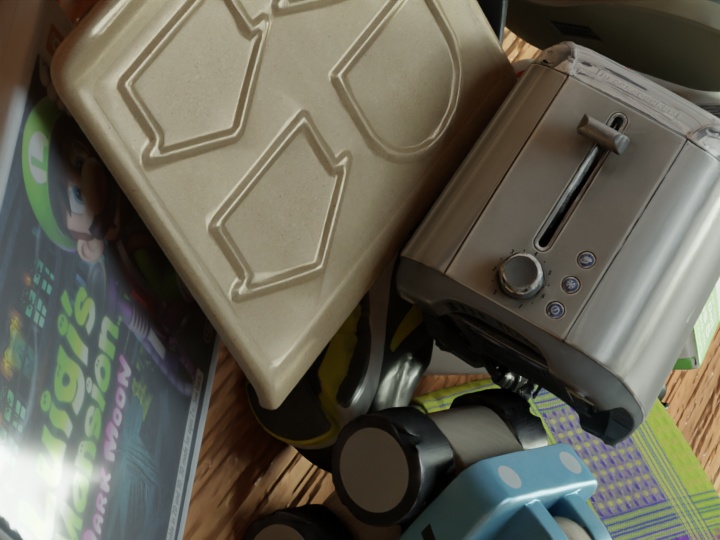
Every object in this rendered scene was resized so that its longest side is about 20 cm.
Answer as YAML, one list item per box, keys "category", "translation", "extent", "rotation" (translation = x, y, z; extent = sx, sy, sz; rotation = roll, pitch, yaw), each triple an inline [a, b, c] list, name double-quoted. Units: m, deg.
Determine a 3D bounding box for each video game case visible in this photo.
- category: "video game case"
  translation: [-0.105, 0.026, 1.103]
  extent: [0.182, 0.023, 0.200]
  rotation: [53, 40, -51]

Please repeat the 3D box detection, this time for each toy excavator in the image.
- category: "toy excavator"
  translation: [0.078, 0.133, 1.208]
  extent: [0.200, 0.194, 0.100]
  rotation: [52, 30, 19]

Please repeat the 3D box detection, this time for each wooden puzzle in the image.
- category: "wooden puzzle"
  translation: [-0.031, -0.075, 1.144]
  extent: [0.185, 0.046, 0.200]
  rotation: [-52, 134, -27]

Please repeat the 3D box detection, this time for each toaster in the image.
- category: "toaster"
  translation: [0.096, -0.009, 1.238]
  extent: [0.129, 0.114, 0.200]
  rotation: [-58, 165, -5]

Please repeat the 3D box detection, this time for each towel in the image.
- category: "towel"
  translation: [0.105, 0.112, 1.418]
  extent: [0.200, 0.023, 0.144]
  rotation: [-11, 66, -52]

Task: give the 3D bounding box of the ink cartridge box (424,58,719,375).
- category: "ink cartridge box"
  translation: [0.117, -0.032, 1.466]
  extent: [0.200, 0.145, 0.084]
  rotation: [-55, 137, -55]

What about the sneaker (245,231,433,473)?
- category: "sneaker"
  translation: [0.000, 0.000, 1.304]
  extent: [0.085, 0.074, 0.200]
  rotation: [61, 42, -55]

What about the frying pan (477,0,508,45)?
- category: "frying pan"
  translation: [0.042, -0.059, 1.372]
  extent: [0.031, 0.115, 0.190]
  rotation: [55, 17, -65]

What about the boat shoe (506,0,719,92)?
- category: "boat shoe"
  translation: [0.141, -0.143, 1.479]
  extent: [0.070, 0.201, 0.072]
  rotation: [44, 75, -36]

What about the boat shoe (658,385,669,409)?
- category: "boat shoe"
  translation: [0.133, 0.064, 1.596]
  extent: [0.074, 0.063, 0.202]
  rotation: [57, 38, -52]
